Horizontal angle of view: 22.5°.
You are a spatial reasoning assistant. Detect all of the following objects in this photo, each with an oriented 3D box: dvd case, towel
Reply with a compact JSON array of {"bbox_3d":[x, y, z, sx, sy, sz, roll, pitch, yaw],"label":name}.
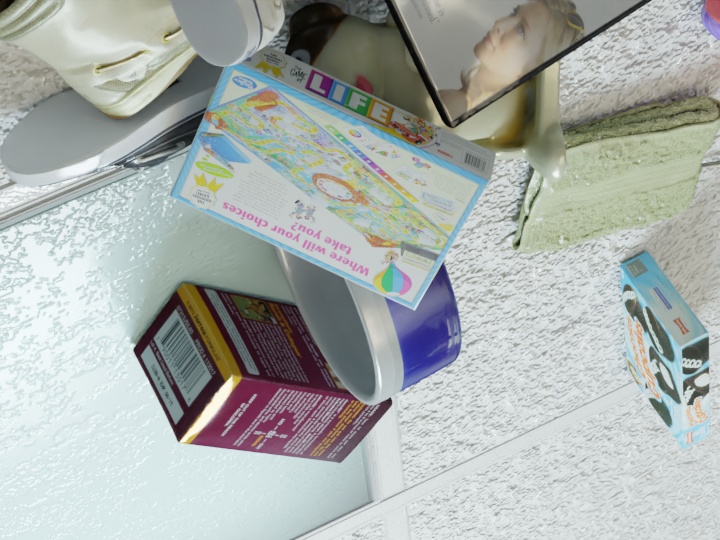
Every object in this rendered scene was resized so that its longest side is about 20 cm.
[{"bbox_3d":[0.114,-0.207,1.240,0.199,0.018,0.143,-33,120,-7],"label":"dvd case"},{"bbox_3d":[0.236,-0.085,1.661,0.198,0.037,0.149,-15,142,-22],"label":"towel"}]

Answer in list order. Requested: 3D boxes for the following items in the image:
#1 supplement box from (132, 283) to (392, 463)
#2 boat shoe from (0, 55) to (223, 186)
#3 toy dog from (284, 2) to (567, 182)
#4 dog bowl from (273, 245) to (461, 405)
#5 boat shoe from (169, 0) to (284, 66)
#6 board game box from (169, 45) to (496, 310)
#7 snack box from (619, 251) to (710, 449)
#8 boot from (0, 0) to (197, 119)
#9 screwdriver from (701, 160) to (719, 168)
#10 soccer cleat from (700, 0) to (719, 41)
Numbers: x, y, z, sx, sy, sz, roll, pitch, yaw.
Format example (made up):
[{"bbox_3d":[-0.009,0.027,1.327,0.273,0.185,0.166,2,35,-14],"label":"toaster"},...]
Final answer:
[{"bbox_3d":[-0.082,0.091,1.562,0.199,0.111,0.086,14,125,-45],"label":"supplement box"},{"bbox_3d":[-0.163,-0.103,1.312,0.199,0.072,0.068,-30,144,-17],"label":"boat shoe"},{"bbox_3d":[0.039,-0.150,1.349,0.198,0.194,0.141,-4,117,-14],"label":"toy dog"},{"bbox_3d":[0.000,0.000,1.441,0.078,0.201,0.201,-25,144,-15],"label":"dog bowl"},{"bbox_3d":[-0.102,-0.233,1.150,0.070,0.202,0.070,-16,-166,37],"label":"boat shoe"},{"bbox_3d":[-0.022,-0.067,1.280,0.198,0.034,0.135,25,129,-6],"label":"board game box"},{"bbox_3d":[0.312,0.084,1.852,0.037,0.117,0.201,-26,144,-8],"label":"snack box"},{"bbox_3d":[-0.150,-0.204,1.201,0.200,0.072,0.154,-43,141,14],"label":"boot"},{"bbox_3d":[0.391,-0.107,1.767,0.198,0.028,0.029,-15,112,-21],"label":"screwdriver"},{"bbox_3d":[0.365,-0.200,1.606,0.198,0.067,0.077,0,138,-41],"label":"soccer cleat"}]
